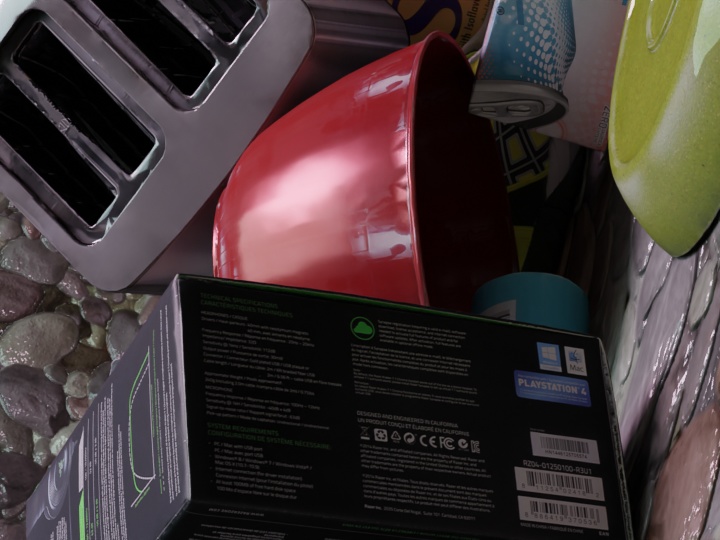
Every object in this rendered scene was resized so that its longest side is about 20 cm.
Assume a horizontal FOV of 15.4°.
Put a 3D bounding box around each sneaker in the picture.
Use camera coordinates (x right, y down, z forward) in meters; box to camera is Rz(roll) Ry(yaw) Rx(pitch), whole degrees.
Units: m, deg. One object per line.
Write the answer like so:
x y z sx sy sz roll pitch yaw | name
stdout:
0.071 -0.068 1.300 0.075 0.076 0.201 -139 60 -83 | sneaker

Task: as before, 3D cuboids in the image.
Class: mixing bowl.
0.000 0.000 1.182 0.200 0.108 0.202 -7 -90 -75 | mixing bowl

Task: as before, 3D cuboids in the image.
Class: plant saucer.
0.129 -0.106 0.999 0.200 0.031 0.201 -166 90 -86 | plant saucer

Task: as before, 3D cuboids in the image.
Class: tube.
0.066 0.097 1.082 0.078 0.050 0.201 107 169 -58 | tube

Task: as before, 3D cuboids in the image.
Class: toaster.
-0.092 -0.094 1.282 0.181 0.200 0.119 -51 -18 18 | toaster

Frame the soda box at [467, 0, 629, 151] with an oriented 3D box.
0.106 -0.159 1.166 0.064 0.068 0.201 -71 -4 -66 | soda box

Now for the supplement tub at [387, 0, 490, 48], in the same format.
0.019 -0.152 1.405 0.145 0.199 0.146 -166 90 -85 | supplement tub

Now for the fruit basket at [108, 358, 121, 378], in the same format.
-0.054 0.142 1.422 0.186 0.199 0.094 110 174 -45 | fruit basket

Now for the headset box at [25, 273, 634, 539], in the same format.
-0.021 0.100 1.011 0.200 0.173 0.093 126 145 -51 | headset box
